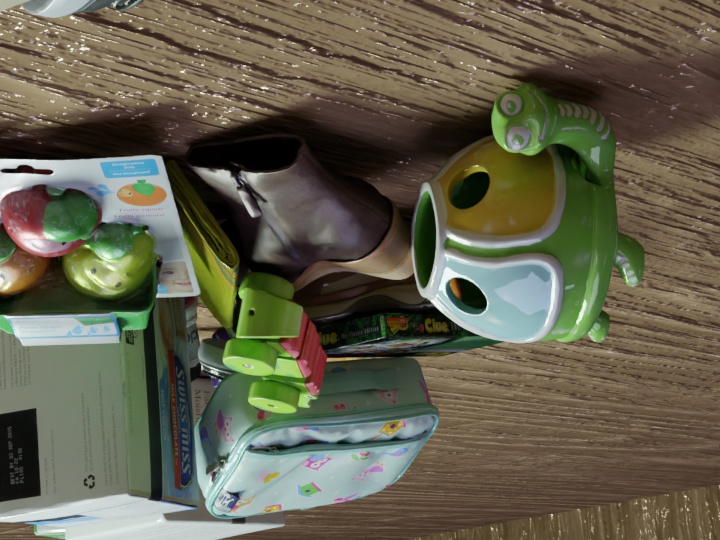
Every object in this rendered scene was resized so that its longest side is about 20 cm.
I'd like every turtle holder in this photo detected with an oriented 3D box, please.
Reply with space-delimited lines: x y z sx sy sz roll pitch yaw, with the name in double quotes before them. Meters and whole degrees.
"turtle holder" 0.108 -0.028 1.068 0.130 0.143 0.186 -1 166 -11

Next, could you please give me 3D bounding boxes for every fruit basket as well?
"fruit basket" -0.209 -0.019 1.093 0.183 0.095 0.200 -1 160 1

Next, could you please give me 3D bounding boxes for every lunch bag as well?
"lunch bag" -0.041 0.138 1.367 0.198 0.078 0.161 -4 149 -29

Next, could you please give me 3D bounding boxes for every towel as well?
"towel" -0.117 -0.011 1.172 0.018 0.086 0.200 -33 171 -13

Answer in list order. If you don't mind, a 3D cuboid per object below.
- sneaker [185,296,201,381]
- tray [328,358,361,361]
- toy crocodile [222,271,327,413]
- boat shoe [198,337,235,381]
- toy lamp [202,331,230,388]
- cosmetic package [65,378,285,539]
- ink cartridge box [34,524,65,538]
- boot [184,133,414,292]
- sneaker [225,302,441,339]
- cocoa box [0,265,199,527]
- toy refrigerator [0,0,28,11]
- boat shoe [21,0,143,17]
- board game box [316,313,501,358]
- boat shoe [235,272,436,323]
"sneaker" -0.222 0.082 1.447 0.198 0.088 0.074 -13 -171 23
"tray" -0.051 0.094 1.567 0.097 0.037 0.201 -14 152 -10
"toy crocodile" -0.055 0.056 1.181 0.061 0.068 0.200 8 158 13
"boat shoe" -0.083 0.108 1.438 0.069 0.067 0.200 18 177 28
"toy lamp" -0.191 0.087 1.571 0.197 0.059 0.058 -1 165 -17
"cosmetic package" -0.213 0.219 1.848 0.164 0.167 0.199 -17 162 37
"ink cartridge box" -0.316 0.257 1.997 0.082 0.149 0.200 -8 164 19
"boot" -0.069 -0.046 1.129 0.198 0.073 0.166 0 154 38
"sneaker" -0.015 0.020 1.365 0.197 0.072 0.099 -7 162 -8
"cocoa box" -0.219 0.098 1.318 0.132 0.203 0.131 -10 165 18
"toy refrigerator" -0.199 -0.161 0.611 0.075 0.071 0.200 -17 163 17
"boat shoe" -0.084 -0.156 0.682 0.056 0.070 0.199 -4 173 -36
"board game box" 0.043 0.053 1.327 0.104 0.024 0.199 -17 167 38
"boat shoe" 0.000 0.000 1.274 0.197 0.075 0.076 -7 177 7
